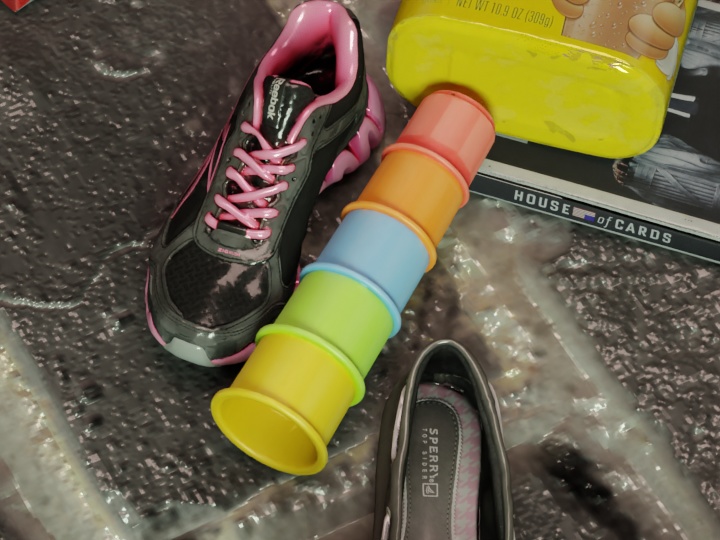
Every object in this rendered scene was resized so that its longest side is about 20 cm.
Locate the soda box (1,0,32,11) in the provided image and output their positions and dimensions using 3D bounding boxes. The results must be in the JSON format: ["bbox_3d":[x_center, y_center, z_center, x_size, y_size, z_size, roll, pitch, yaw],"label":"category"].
[{"bbox_3d":[-0.221,-0.226,1.540,0.063,0.070,0.200,-38,65,-25],"label":"soda box"}]

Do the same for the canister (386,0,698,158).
[{"bbox_3d":[0.105,-0.162,1.479,0.148,0.087,0.200,14,55,8],"label":"canister"}]

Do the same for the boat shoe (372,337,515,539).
[{"bbox_3d":[0.036,0.121,1.315,0.067,0.057,0.200,0,54,-4],"label":"boat shoe"}]

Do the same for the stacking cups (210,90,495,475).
[{"bbox_3d":[0.000,0.000,1.392,0.060,0.061,0.200,22,59,12],"label":"stacking cups"}]

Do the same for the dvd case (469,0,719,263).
[{"bbox_3d":[0.140,-0.081,1.488,0.200,0.025,0.151,17,54,7],"label":"dvd case"}]

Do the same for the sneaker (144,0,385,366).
[{"bbox_3d":[-0.046,-0.048,1.410,0.079,0.095,0.200,19,57,8],"label":"sneaker"}]
